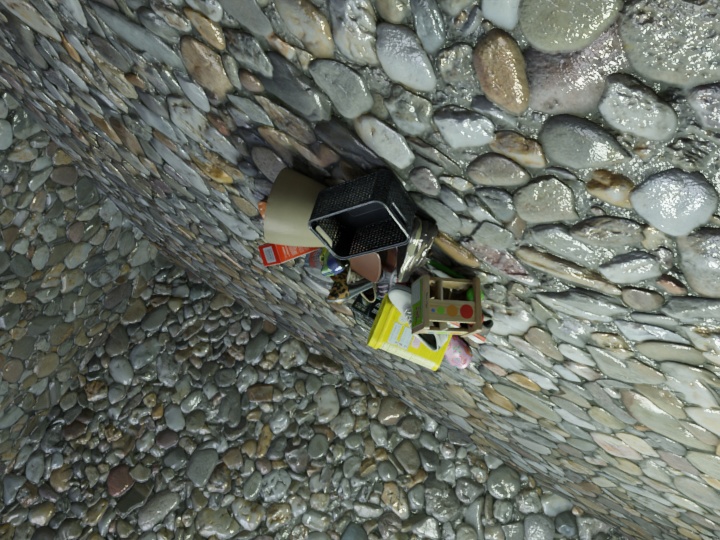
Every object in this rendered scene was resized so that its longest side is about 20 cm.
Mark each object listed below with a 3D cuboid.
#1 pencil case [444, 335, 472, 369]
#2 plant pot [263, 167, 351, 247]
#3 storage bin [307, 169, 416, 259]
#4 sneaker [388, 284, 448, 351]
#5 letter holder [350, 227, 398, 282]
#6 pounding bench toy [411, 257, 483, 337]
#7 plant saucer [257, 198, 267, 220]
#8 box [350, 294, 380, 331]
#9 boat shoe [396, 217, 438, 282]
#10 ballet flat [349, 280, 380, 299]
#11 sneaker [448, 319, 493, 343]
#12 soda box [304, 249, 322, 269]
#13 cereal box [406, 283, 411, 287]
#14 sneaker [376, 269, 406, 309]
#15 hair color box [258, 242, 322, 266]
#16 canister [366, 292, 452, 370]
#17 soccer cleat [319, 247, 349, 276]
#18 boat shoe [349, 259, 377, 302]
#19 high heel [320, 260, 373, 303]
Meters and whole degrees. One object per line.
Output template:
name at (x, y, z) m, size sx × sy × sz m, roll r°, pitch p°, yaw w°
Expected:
pencil case at (0.265, 0.222, 1.709) m, size 0.087 × 0.088 × 0.200 m, roll 11°, pitch 154°, yaw 50°
plant pot at (-0.109, -0.133, 1.355) m, size 0.197 × 0.189 × 0.188 m, roll 16°, pitch 159°, yaw 7°
storage bin at (0.004, -0.115, 1.186) m, size 0.198 × 0.095 × 0.135 m, roll -14°, pitch 135°, yaw 33°
sneaker at (0.144, 0.119, 1.406) m, size 0.200 × 0.071 × 0.073 m, roll 43°, pitch 125°, yaw -4°
letter holder at (0.057, -0.043, 1.384) m, size 0.141 × 0.101 × 0.200 m, roll 28°, pitch 161°, yaw 10°
pounding bench toy at (0.211, 0.050, 1.338) m, size 0.154 × 0.203 × 0.124 m, roll 3°, pitch 167°, yaw -8°
plant saucer at (-0.234, -0.141, 1.704) m, size 0.200 × 0.032 × 0.201 m, roll 39°, pitch 160°, yaw 18°
box at (0.079, 0.166, 1.895) m, size 0.198 × 0.087 × 0.164 m, roll 28°, pitch 161°, yaw 20°
boat shoe at (0.127, -0.036, 1.260) m, size 0.072 × 0.075 × 0.201 m, roll 6°, pitch 145°, yaw -6°
ballet flat at (0.023, 0.035, 1.711) m, size 0.073 × 0.073 × 0.199 m, roll 45°, pitch 165°, yaw -31°
sneaker at (0.263, 0.107, 1.456) m, size 0.199 × 0.082 × 0.077 m, roll 33°, pitch -166°, yaw -15°
soda box at (-0.083, -0.029, 1.680) m, size 0.068 × 0.064 × 0.199 m, roll 2°, pitch -171°, yaw -45°
cereal box at (0.202, 0.105, 1.601) m, size 0.199 × 0.040 × 0.144 m, roll 15°, pitch 152°, yaw 46°
sneaker at (0.076, 0.042, 1.564) m, size 0.087 × 0.073 × 0.201 m, roll 39°, pitch 143°, yaw 26°
hair color box at (-0.164, -0.073, 1.508) m, size 0.101 × 0.199 × 0.062 m, roll -8°, pitch 102°, yaw 52°
canister at (0.135, 0.167, 1.497) m, size 0.198 × 0.150 × 0.087 m, roll 23°, pitch -178°, yaw -4°
soccer cleat at (-0.074, -0.063, 1.441) m, size 0.083 × 0.201 × 0.065 m, roll -28°, pitch 126°, yaw 19°
boat shoe at (0.000, 0.000, 1.564) m, size 0.065 × 0.071 × 0.202 m, roll -97°, pitch -14°, yaw -59°
high heel at (-0.081, 0.022, 1.490) m, size 0.199 × 0.142 × 0.072 m, roll 28°, pitch 128°, yaw 40°
